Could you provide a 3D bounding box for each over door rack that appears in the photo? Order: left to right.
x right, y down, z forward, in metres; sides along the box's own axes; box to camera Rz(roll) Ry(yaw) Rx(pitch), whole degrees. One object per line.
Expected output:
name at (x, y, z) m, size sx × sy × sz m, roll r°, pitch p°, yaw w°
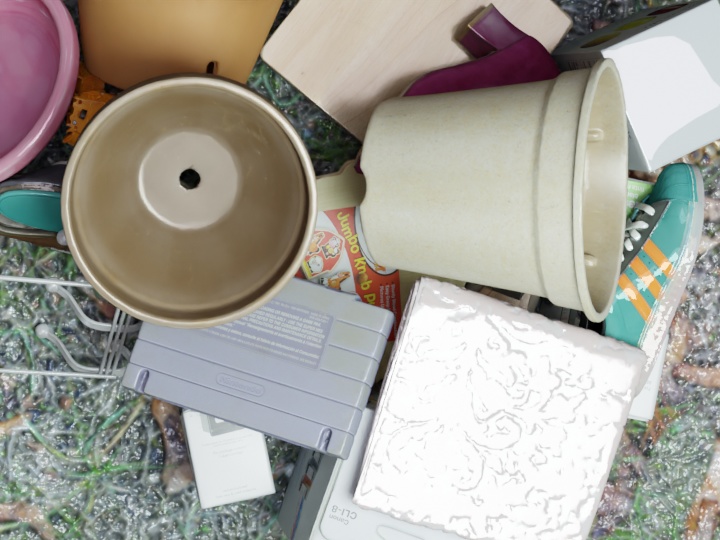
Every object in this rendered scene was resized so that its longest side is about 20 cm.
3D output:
over door rack at (-0.278, 0.036, 1.639) m, size 0.199 × 0.148 × 0.067 m, roll -5°, pitch 55°, yaw -22°

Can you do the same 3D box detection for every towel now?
towel at (0.110, 0.123, 1.571) m, size 0.199 × 0.032 × 0.192 m, roll 18°, pitch 91°, yaw -8°

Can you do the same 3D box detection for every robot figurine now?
robot figurine at (-0.150, -0.117, 1.657) m, size 0.199 × 0.145 × 0.058 m, roll 18°, pitch 112°, yaw -13°

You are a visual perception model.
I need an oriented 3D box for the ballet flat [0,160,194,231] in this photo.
ballet flat at (-0.205, -0.060, 1.632) m, size 0.199 × 0.073 × 0.074 m, roll 12°, pitch 93°, yaw -14°

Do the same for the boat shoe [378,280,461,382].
boat shoe at (0.047, 0.001, 1.729) m, size 0.067 × 0.072 × 0.201 m, roll 35°, pitch 92°, yaw -12°

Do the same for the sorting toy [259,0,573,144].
sorting toy at (0.045, -0.202, 1.712) m, size 0.198 × 0.070 × 0.200 m, roll 39°, pitch 89°, yaw -9°

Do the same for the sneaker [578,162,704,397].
sneaker at (0.220, 0.002, 1.607) m, size 0.079 × 0.071 × 0.201 m, roll 17°, pitch 94°, yaw -12°

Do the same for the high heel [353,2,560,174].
high heel at (0.083, -0.129, 1.642) m, size 0.096 × 0.067 × 0.200 m, roll 44°, pitch 64°, yaw 0°

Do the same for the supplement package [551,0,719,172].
supplement package at (0.247, -0.159, 1.679) m, size 0.113 × 0.200 × 0.110 m, roll -25°, pitch 98°, yaw -6°

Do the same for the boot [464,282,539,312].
boot at (0.140, -0.012, 1.730) m, size 0.070 × 0.200 × 0.147 m, roll 27°, pitch 55°, yaw 0°

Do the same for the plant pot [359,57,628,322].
plant pot at (0.102, -0.065, 1.526) m, size 0.182 × 0.200 × 0.202 m, roll 3°, pitch 95°, yaw 18°

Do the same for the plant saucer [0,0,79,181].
plant saucer at (-0.318, -0.154, 1.632) m, size 0.199 × 0.051 × 0.202 m, roll -8°, pitch 69°, yaw 20°

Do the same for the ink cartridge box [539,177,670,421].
ink cartridge box at (0.218, 0.019, 1.718) m, size 0.083 × 0.145 × 0.201 m, roll 11°, pitch 93°, yaw -9°

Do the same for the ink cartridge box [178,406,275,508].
ink cartridge box at (-0.128, 0.092, 1.688) m, size 0.067 × 0.116 × 0.201 m, roll -11°, pitch 95°, yaw -7°

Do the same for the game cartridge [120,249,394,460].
game cartridge at (-0.082, 0.063, 1.588) m, size 0.199 × 0.038 × 0.130 m, roll 17°, pitch 77°, yaw 16°

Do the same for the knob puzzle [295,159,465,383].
knob puzzle at (0.000, 0.000, 1.674) m, size 0.218 × 0.030 × 0.221 m, roll -5°, pitch 108°, yaw -15°

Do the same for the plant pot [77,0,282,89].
plant pot at (-0.154, -0.227, 1.629) m, size 0.199 × 0.200 × 0.141 m, roll 10°, pitch 109°, yaw -9°

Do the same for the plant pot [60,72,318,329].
plant pot at (-0.134, -0.063, 1.552) m, size 0.199 × 0.093 × 0.202 m, roll -1°, pitch 106°, yaw -3°

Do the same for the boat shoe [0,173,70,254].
boat shoe at (-0.233, -0.047, 1.688) m, size 0.199 × 0.068 × 0.072 m, roll 15°, pitch 83°, yaw -20°

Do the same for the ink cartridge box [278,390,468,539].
ink cartridge box at (0.026, 0.190, 1.676) m, size 0.144 × 0.200 × 0.146 m, roll 19°, pitch 92°, yaw -10°
